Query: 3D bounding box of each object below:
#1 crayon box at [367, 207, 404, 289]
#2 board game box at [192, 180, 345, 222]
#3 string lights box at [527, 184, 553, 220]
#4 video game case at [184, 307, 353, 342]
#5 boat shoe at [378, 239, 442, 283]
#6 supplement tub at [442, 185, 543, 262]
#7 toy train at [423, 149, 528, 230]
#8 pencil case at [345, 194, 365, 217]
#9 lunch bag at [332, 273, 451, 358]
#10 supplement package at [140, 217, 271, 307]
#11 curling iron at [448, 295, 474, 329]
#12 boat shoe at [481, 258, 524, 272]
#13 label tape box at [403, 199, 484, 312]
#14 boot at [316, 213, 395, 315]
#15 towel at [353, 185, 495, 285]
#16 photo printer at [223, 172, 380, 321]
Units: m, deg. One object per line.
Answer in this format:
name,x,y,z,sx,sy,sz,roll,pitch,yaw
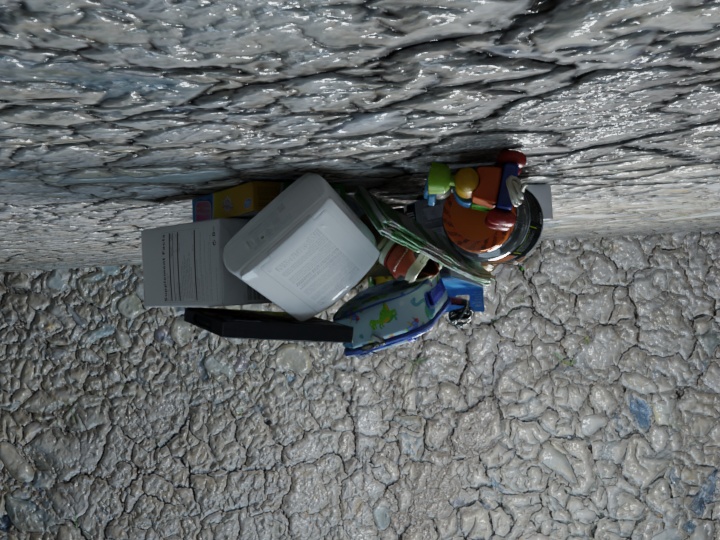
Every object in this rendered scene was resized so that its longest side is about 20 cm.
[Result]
crayon box,0.060,-0.031,1.347,0.050,0.129,0.200,-3,-162,21
board game box,-0.138,-0.095,1.084,0.151,0.041,0.199,-3,179,-37
string lights box,0.225,-0.103,1.258,0.101,0.060,0.200,-3,179,-23
video game case,-0.137,0.079,1.081,0.198,0.026,0.180,5,-179,-30
boat shoe,0.089,-0.012,1.101,0.062,0.072,0.200,34,-170,18
supplement tub,0.189,-0.073,1.051,0.121,0.125,0.200,-4,179,22
toy train,0.129,-0.101,0.851,0.114,0.086,0.200,10,-179,8
pencil case,-0.037,-0.077,1.236,0.090,0.084,0.200,-23,180,-5
lunch bag,0.055,0.063,1.167,0.159,0.083,0.200,-20,-174,21
supplement package,-0.220,-0.008,1.092,0.198,0.122,0.120,-3,179,43
curling iron,0.120,0.057,1.277,0.025,0.050,0.199,33,171,-37
boat shoe,0.258,-0.032,1.496,0.075,0.073,0.199,-23,-159,-27
label tape box,0.141,-0.025,1.264,0.065,0.203,0.143,-6,180,-22
boot,0.000,0.000,1.157,0.200,0.073,0.155,-48,155,17
towel,0.089,-0.051,1.052,0.198,0.024,0.153,25,-164,-25
photo printer,-0.067,-0.021,0.990,0.166,0.070,0.200,-41,146,4
